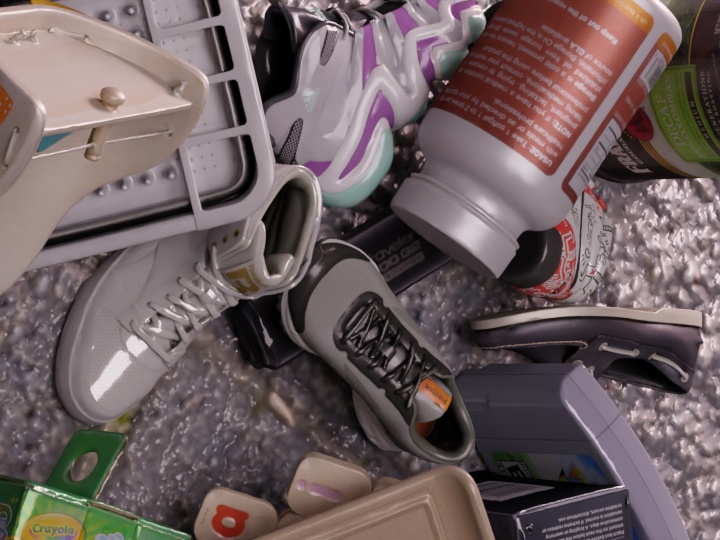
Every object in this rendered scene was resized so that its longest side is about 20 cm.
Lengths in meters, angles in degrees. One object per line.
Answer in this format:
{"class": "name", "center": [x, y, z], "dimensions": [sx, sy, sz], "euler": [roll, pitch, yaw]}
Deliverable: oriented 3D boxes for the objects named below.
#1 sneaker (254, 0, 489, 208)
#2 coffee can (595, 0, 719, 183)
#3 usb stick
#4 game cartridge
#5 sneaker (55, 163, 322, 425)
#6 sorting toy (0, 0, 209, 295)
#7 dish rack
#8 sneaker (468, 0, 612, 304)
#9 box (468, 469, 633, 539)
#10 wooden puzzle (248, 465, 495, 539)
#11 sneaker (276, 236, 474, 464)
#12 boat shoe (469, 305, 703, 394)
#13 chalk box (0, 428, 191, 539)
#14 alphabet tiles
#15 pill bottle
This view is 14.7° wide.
{"class": "sneaker", "center": [-0.007, -0.155, 1.791], "dimensions": [0.140, 0.078, 0.201], "euler": [41, 68, -28]}
{"class": "coffee can", "center": [0.241, -0.134, 1.887], "dimensions": [0.146, 0.200, 0.147], "euler": [0, 90, -34]}
{"class": "usb stick", "center": [0.000, 0.000, 1.826], "dimensions": [0.200, 0.033, 0.056], "euler": [-31, 104, -30]}
{"class": "game cartridge", "center": [0.151, 0.151, 1.870], "dimensions": [0.040, 0.133, 0.201], "euler": [-42, 112, -34]}
{"class": "sneaker", "center": [-0.102, 0.010, 1.708], "dimensions": [0.074, 0.115, 0.201], "euler": [43, 70, -29]}
{"class": "sorting toy", "center": [-0.203, -0.051, 1.577], "dimensions": [0.181, 0.107, 0.200], "euler": [-61, 163, 19]}
{"class": "dish rack", "center": [-0.161, -0.098, 1.668], "dimensions": [0.199, 0.044, 0.173], "euler": [-14, 100, -3]}
{"class": "sneaker", "center": [0.121, -0.076, 1.894], "dimensions": [0.108, 0.067, 0.203], "euler": [26, 56, -58]}
{"class": "box", "center": [0.100, 0.241, 1.827], "dimensions": [0.104, 0.148, 0.201], "euler": [-10, 97, -38]}
{"class": "wooden puzzle", "center": [-0.001, 0.230, 1.713], "dimensions": [0.199, 0.037, 0.186], "euler": [-19, 106, -2]}
{"class": "sneaker", "center": [0.017, 0.052, 1.780], "dimensions": [0.074, 0.079, 0.200], "euler": [-49, 132, -14]}
{"class": "boat shoe", "center": [0.159, 0.056, 1.912], "dimensions": [0.199, 0.072, 0.063], "euler": [2, 87, -39]}
{"class": "chalk box", "center": [-0.190, 0.187, 1.645], "dimensions": [0.123, 0.124, 0.201], "euler": [22, 78, -32]}
{"class": "alphabet tiles", "center": [-0.023, 0.215, 1.756], "dimensions": [0.195, 0.015, 0.201], "euler": [18, 108, -8]}
{"class": "pill bottle", "center": [0.108, -0.100, 1.781], "dimensions": [0.112, 0.112, 0.200], "euler": [38, 83, -28]}
